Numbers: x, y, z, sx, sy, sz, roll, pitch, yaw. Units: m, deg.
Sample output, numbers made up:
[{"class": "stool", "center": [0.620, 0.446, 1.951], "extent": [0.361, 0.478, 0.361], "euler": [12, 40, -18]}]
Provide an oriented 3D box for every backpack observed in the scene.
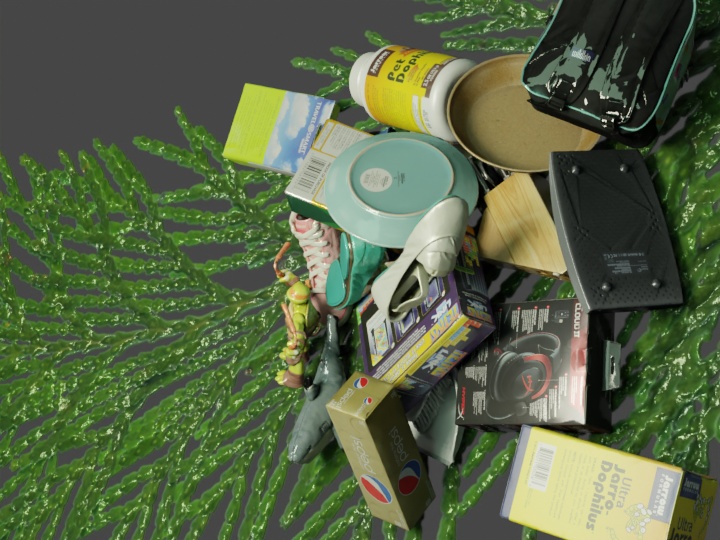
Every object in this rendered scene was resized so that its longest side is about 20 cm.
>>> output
[{"class": "backpack", "center": [0.304, -0.261, 1.386], "extent": [0.174, 0.153, 0.202], "euler": [23, 94, 22]}]

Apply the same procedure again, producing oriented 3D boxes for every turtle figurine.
[{"class": "turtle figurine", "center": [-0.086, 0.069, 1.617], "extent": [0.201, 0.063, 0.163], "euler": [-103, 15, -49]}]

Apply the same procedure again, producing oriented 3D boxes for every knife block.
[{"class": "knife block", "center": [0.215, -0.087, 1.471], "extent": [0.198, 0.064, 0.178], "euler": [13, 87, 41]}]

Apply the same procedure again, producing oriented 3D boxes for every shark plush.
[{"class": "shark plush", "center": [-0.047, 0.165, 1.592], "extent": [0.090, 0.083, 0.203], "euler": [18, 88, 40]}]

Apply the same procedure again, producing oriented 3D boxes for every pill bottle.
[{"class": "pill bottle", "center": [0.075, -0.245, 1.595], "extent": [0.199, 0.109, 0.111], "euler": [22, 91, 46]}]

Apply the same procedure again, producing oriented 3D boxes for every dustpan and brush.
[{"class": "dustpan and brush", "center": [0.093, 0.129, 1.504], "extent": [0.139, 0.057, 0.202], "euler": [19, 84, 45]}]

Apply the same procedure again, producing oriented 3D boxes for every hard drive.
[{"class": "hard drive", "center": [0.290, -0.044, 1.366], "extent": [0.042, 0.133, 0.203], "euler": [120, 143, -62]}]

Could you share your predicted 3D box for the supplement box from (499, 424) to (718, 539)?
[{"class": "supplement box", "center": [0.273, 0.252, 1.296], "extent": [0.198, 0.108, 0.111], "euler": [11, 83, 40]}]

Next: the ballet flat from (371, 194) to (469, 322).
[{"class": "ballet flat", "center": [0.078, -0.006, 1.394], "extent": [0.200, 0.069, 0.070], "euler": [-52, 48, 43]}]

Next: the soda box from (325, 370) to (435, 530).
[{"class": "soda box", "center": [0.027, 0.223, 1.445], "extent": [0.067, 0.202, 0.064], "euler": [15, 48, 40]}]

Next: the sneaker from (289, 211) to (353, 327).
[{"class": "sneaker", "center": [-0.058, -0.024, 1.641], "extent": [0.075, 0.104, 0.204], "euler": [0, 83, 38]}]

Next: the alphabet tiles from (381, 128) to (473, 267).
[{"class": "alphabet tiles", "center": [0.066, -0.110, 1.630], "extent": [0.197, 0.015, 0.200], "euler": [-55, 52, 13]}]

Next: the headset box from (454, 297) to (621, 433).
[{"class": "headset box", "center": [0.217, 0.116, 1.403], "extent": [0.198, 0.075, 0.151], "euler": [-6, 73, 37]}]

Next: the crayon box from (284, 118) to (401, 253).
[{"class": "crayon box", "center": [0.017, -0.106, 1.538], "extent": [0.198, 0.052, 0.127], "euler": [22, 68, 20]}]

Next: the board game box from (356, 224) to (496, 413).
[{"class": "board game box", "center": [0.077, 0.058, 1.471], "extent": [0.200, 0.056, 0.167], "euler": [-47, 37, 36]}]

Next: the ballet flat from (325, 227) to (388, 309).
[{"class": "ballet flat", "center": [0.000, 0.000, 1.529], "extent": [0.200, 0.069, 0.068], "euler": [112, 150, -66]}]

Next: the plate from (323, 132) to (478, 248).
[{"class": "plate", "center": [0.051, -0.111, 1.474], "extent": [0.197, 0.026, 0.202], "euler": [-1, 51, 1]}]

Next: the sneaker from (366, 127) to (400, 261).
[{"class": "sneaker", "center": [0.017, -0.098, 1.612], "extent": [0.077, 0.070, 0.203], "euler": [-14, 60, 29]}]

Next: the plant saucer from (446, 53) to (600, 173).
[{"class": "plant saucer", "center": [0.207, -0.189, 1.476], "extent": [0.197, 0.036, 0.202], "euler": [-1, 54, 2]}]

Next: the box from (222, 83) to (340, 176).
[{"class": "box", "center": [-0.114, -0.209, 1.781], "extent": [0.198, 0.047, 0.124], "euler": [17, 88, 40]}]
